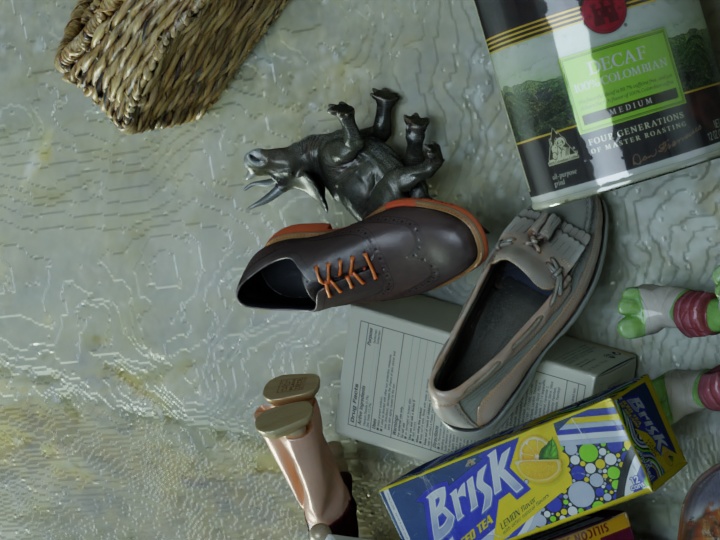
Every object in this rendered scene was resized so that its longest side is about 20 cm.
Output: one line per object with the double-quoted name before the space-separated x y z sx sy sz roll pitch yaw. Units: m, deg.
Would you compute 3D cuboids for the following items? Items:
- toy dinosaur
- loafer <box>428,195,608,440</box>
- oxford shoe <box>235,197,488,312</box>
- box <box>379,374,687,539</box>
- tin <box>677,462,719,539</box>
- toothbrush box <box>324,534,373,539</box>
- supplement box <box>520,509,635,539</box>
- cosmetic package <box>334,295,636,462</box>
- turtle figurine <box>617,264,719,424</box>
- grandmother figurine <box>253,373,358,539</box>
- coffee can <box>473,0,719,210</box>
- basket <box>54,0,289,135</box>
"toy dinosaur" 0.016 -0.065 1.702 0.200 0.077 0.102 26 124 19
"loafer" 0.108 0.019 1.598 0.072 0.063 0.200 21 74 30
"oxford shoe" 0.000 0.000 1.650 0.200 0.073 0.071 -13 109 38
"box" 0.115 0.140 1.591 0.200 0.064 0.070 -25 89 33
"tin" 0.272 0.221 1.612 0.112 0.042 0.200 17 109 32
"toothbrush box" 0.003 0.299 1.718 0.200 0.145 0.086 -59 38 28
"supplement box" 0.154 0.279 1.636 0.200 0.110 0.086 72 161 -1
"cosmetic package" 0.088 0.089 1.676 0.200 0.073 0.104 17 109 28
"turtle figurine" 0.243 0.064 1.518 0.144 0.200 0.194 41 153 -29
"grandmother figurine" -0.027 0.173 1.743 0.060 0.121 0.200 -5 121 21
"coffee can" 0.155 -0.155 1.542 0.146 0.146 0.200 -16 92 33
"basket" -0.150 -0.218 1.718 0.149 0.143 0.200 48 120 14
